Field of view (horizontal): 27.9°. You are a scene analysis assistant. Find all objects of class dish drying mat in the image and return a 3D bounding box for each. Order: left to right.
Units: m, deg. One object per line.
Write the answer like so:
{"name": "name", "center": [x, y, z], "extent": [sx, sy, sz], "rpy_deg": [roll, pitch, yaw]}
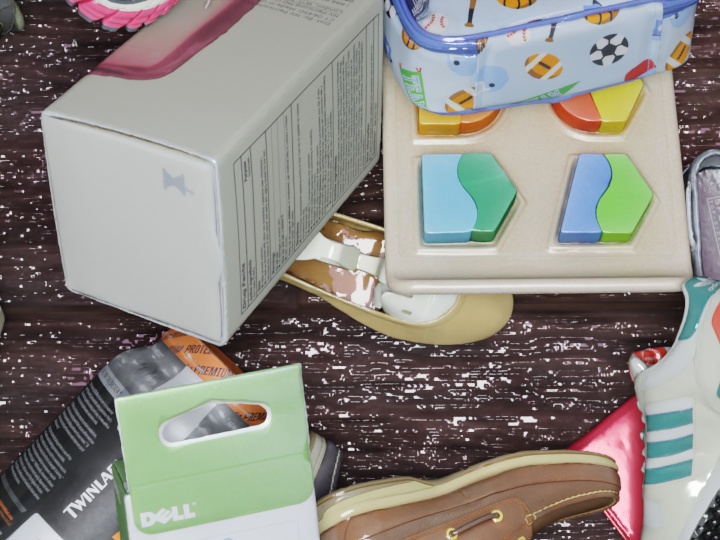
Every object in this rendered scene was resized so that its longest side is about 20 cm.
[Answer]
{"name": "dish drying mat", "center": [0.227, 0.087, 0.924], "extent": [0.200, 0.018, 0.077], "rpy_deg": [-38, 83, -1]}

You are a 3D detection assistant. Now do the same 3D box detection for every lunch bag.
{"name": "lunch bag", "center": [0.099, -0.179, 0.895], "extent": [0.200, 0.076, 0.160], "rpy_deg": [-9, 52, -7]}

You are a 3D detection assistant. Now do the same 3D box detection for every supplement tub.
{"name": "supplement tub", "center": [-0.142, 0.133, 0.875], "extent": [0.123, 0.123, 0.200], "rpy_deg": [43, 87, 5]}

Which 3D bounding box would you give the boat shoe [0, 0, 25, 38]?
{"name": "boat shoe", "center": [-0.241, -0.179, 0.932], "extent": [0.066, 0.072, 0.201], "rpy_deg": [41, 89, -15]}

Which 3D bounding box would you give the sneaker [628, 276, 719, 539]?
{"name": "sneaker", "center": [0.199, 0.094, 0.871], "extent": [0.093, 0.070, 0.200], "rpy_deg": [40, 128, 35]}

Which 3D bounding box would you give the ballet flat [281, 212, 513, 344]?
{"name": "ballet flat", "center": [0.000, 0.000, 0.914], "extent": [0.200, 0.063, 0.069], "rpy_deg": [17, 87, 3]}

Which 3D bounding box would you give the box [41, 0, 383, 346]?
{"name": "box", "center": [-0.077, -0.076, 0.835], "extent": [0.109, 0.128, 0.200], "rpy_deg": [18, 42, 19]}

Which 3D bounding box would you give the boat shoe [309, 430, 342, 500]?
{"name": "boat shoe", "center": [-0.039, 0.201, 0.896], "extent": [0.065, 0.072, 0.200], "rpy_deg": [17, 81, -12]}

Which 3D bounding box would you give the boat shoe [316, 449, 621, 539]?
{"name": "boat shoe", "center": [0.066, 0.155, 0.862], "extent": [0.200, 0.072, 0.068], "rpy_deg": [-8, 64, -19]}

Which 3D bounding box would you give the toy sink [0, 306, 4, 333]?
{"name": "toy sink", "center": [-0.295, 0.044, 0.872], "extent": [0.130, 0.200, 0.112], "rpy_deg": [9, 62, 2]}

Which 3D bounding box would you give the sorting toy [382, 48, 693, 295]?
{"name": "sorting toy", "center": [0.106, -0.077, 0.899], "extent": [0.185, 0.036, 0.200], "rpy_deg": [-1, 64, 0]}

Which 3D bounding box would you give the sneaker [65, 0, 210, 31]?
{"name": "sneaker", "center": [-0.080, -0.208, 0.810], "extent": [0.081, 0.075, 0.200], "rpy_deg": [42, 57, -1]}

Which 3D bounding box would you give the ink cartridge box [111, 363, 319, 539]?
{"name": "ink cartridge box", "center": [-0.078, 0.148, 0.801], "extent": [0.104, 0.059, 0.200], "rpy_deg": [-9, 104, -15]}

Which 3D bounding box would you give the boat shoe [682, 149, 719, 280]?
{"name": "boat shoe", "center": [0.240, 0.022, 0.889], "extent": [0.072, 0.068, 0.200], "rpy_deg": [-12, 78, 4]}
